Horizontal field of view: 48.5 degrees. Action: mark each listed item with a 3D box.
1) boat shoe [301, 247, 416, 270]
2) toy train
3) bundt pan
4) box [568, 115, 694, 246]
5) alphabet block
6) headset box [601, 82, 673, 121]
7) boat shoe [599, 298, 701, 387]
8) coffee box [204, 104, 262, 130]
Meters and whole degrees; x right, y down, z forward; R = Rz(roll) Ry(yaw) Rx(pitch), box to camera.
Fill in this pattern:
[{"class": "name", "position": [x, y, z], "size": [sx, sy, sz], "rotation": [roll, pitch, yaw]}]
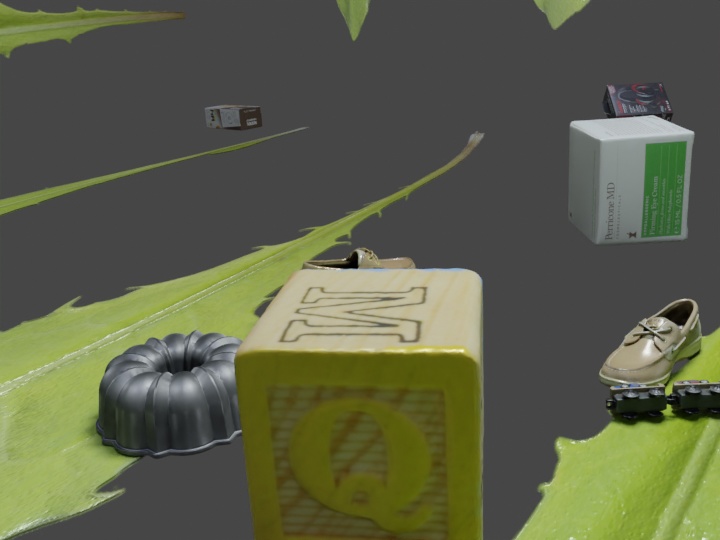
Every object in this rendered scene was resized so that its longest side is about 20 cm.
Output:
[{"class": "boat shoe", "position": [0.000, 0.000, 1.261], "size": [0.199, 0.067, 0.074], "rotation": [-12, 21, -24]}, {"class": "toy train", "position": [0.359, 0.133, 0.858], "size": [0.198, 0.034, 0.046], "rotation": [-3, 15, -1]}, {"class": "bundt pan", "position": [-0.204, 0.127, 0.908], "size": [0.200, 0.076, 0.202], "rotation": [-4, 18, 1]}, {"class": "box", "position": [0.489, -0.169, 1.469], "size": [0.170, 0.200, 0.200], "rotation": [-4, 18, 1]}, {"class": "alphabet block", "position": [0.014, 0.118, 0.718], "size": [0.195, 0.197, 0.200], "rotation": [-2, 17, 10]}, {"class": "headset box", "position": [0.868, -0.517, 2.535], "size": [0.198, 0.075, 0.149], "rotation": [-2, 52, 3]}, {"class": "boat shoe", "position": [0.348, 0.086, 0.951], "size": [0.199, 0.065, 0.072], "rotation": [-20, 24, -40]}, {"class": "coffee box", "position": [-0.488, -0.589, 3.068], "size": [0.199, 0.080, 0.114], "rotation": [12, 24, 39]}]
